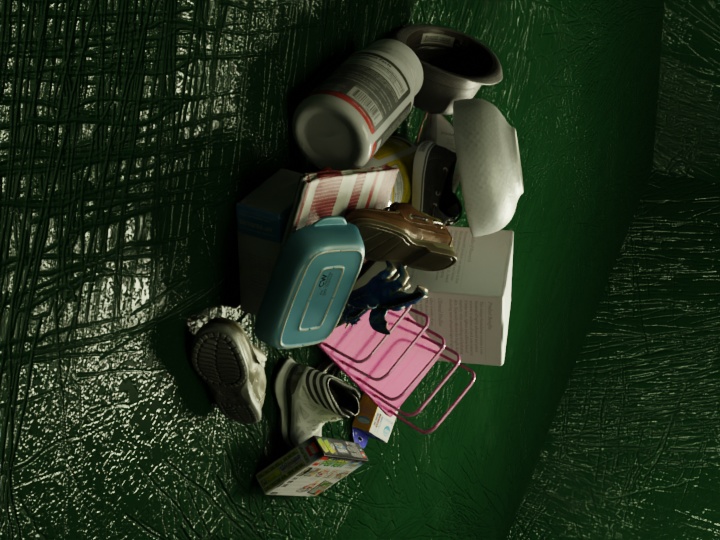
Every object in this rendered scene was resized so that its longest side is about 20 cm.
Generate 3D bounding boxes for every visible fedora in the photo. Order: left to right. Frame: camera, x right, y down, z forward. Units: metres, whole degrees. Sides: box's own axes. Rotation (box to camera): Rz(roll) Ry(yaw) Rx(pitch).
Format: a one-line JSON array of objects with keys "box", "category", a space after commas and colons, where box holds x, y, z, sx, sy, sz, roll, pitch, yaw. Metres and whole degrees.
[{"box": [0.120, -0.293, 1.681, 0.200, 0.177, 0.090, -64, 175, -58], "category": "fedora"}]

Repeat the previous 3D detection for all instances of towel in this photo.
[{"box": [-0.032, -0.062, 1.422, 0.200, 0.023, 0.144, -13, 126, -54], "category": "towel"}]

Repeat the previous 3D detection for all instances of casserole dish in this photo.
[{"box": [-0.058, 0.025, 1.381, 0.121, 0.039, 0.200, -5, 129, -41], "category": "casserole dish"}]

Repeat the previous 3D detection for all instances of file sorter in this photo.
[{"box": [0.063, 0.135, 1.727, 0.139, 0.125, 0.200, -50, 124, -12], "category": "file sorter"}]

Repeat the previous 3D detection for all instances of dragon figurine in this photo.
[{"box": [0.026, 0.042, 1.423, 0.099, 0.200, 0.059, -43, 112, -8], "category": "dragon figurine"}]

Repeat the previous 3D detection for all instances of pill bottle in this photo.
[{"box": [0.002, -0.224, 1.497, 0.200, 0.116, 0.116, -52, 149, -44], "category": "pill bottle"}, {"box": [0.010, -0.122, 1.589, 0.200, 0.112, 0.113, -30, 132, -60], "category": "pill bottle"}]

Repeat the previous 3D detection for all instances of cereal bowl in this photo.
[{"box": [0.188, -0.152, 1.613, 0.200, 0.083, 0.200, -7, 90, -80], "category": "cereal bowl"}]

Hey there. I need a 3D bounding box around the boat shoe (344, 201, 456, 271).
[{"box": [0.045, -0.052, 1.470, 0.200, 0.072, 0.068, 20, 52, -47], "category": "boat shoe"}]

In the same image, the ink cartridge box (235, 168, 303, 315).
[{"box": [-0.101, -0.015, 1.449, 0.115, 0.068, 0.200, -44, 143, -50], "category": "ink cartridge box"}]

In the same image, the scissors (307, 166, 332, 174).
[{"box": [-0.055, -0.042, 1.438, 0.073, 0.014, 0.200, -47, 146, -50], "category": "scissors"}]

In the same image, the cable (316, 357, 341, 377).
[{"box": [-0.015, 0.135, 1.783, 0.200, 0.050, 0.097, -35, 139, -60], "category": "cable"}]

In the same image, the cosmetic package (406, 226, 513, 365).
[{"box": [0.148, 0.040, 1.870, 0.166, 0.200, 0.168, -75, 165, -46], "category": "cosmetic package"}]

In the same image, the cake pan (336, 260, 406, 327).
[{"box": [0.000, 0.000, 1.590, 0.037, 0.200, 0.200, 45, 51, -16], "category": "cake pan"}]

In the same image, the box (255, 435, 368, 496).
[{"box": [-0.070, 0.300, 1.702, 0.110, 0.035, 0.200, -35, 160, 9], "category": "box"}]

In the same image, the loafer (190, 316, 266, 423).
[{"box": [-0.161, 0.116, 1.407, 0.200, 0.075, 0.070, 84, 18, -52], "category": "loafer"}]

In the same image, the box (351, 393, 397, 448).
[{"box": [0.042, 0.221, 1.998, 0.119, 0.041, 0.200, 45, 60, -66], "category": "box"}]

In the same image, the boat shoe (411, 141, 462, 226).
[{"box": [0.115, -0.097, 1.619, 0.070, 0.066, 0.200, -52, 151, -43], "category": "boat shoe"}]

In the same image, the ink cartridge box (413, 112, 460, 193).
[{"box": [0.115, -0.167, 1.747, 0.161, 0.050, 0.200, 110, -10, -48], "category": "ink cartridge box"}]

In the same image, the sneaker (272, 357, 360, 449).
[{"box": [-0.057, 0.217, 1.649, 0.076, 0.115, 0.201, -59, 154, -34], "category": "sneaker"}]
